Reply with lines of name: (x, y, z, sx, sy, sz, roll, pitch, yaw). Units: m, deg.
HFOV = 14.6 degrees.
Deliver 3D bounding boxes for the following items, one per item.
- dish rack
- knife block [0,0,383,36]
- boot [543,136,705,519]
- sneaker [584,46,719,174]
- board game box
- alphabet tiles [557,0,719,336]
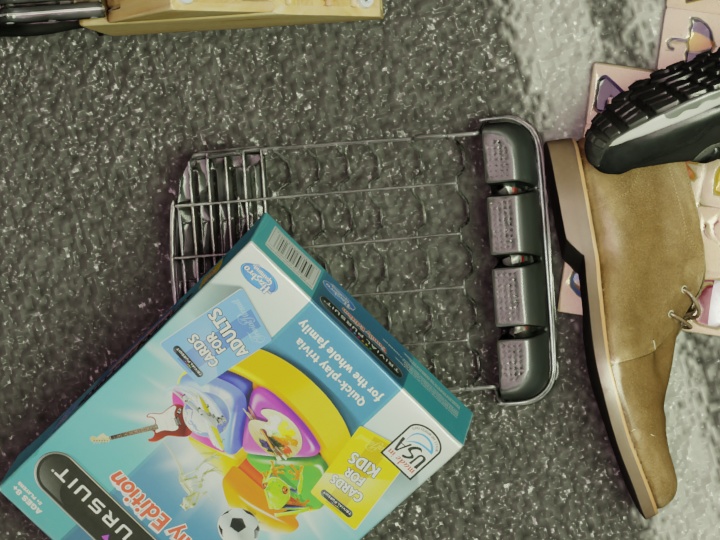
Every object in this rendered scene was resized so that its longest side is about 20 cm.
dish rack: (0.000, 0.000, 1.478, 0.199, 0.055, 0.155, -4, 89, 10)
knife block: (-0.111, -0.160, 1.496, 0.199, 0.175, 0.064, -3, 91, -37)
boot: (0.149, 0.026, 1.445, 0.075, 0.074, 0.201, -10, 86, -2)
sneaker: (0.215, -0.074, 1.420, 0.199, 0.076, 0.088, -22, 105, -3)
board game box: (-0.065, 0.094, 1.447, 0.151, 0.047, 0.200, 44, 110, -7)
alphabet tiles: (0.199, -0.065, 1.473, 0.166, 0.008, 0.201, 9, 91, 8)
